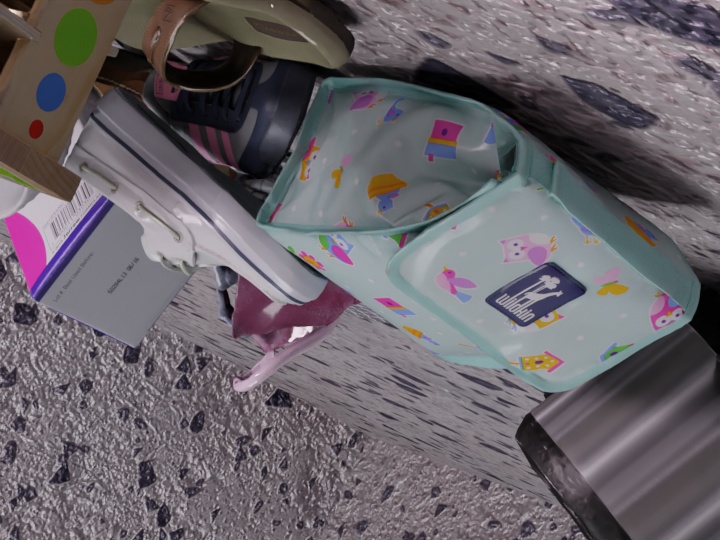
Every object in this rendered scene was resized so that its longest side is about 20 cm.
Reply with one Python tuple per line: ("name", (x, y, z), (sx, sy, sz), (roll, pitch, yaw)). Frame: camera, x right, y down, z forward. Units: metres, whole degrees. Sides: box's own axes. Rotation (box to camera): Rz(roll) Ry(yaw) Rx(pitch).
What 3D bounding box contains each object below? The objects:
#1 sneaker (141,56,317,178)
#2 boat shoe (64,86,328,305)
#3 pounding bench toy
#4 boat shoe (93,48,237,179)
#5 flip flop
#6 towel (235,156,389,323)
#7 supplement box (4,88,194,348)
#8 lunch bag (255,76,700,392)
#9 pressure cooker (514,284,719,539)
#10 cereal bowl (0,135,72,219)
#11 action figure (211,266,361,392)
("sneaker", (-0.086, -0.100, 1.197), (0.082, 0.071, 0.200), (25, 171, -15))
("boat shoe", (-0.101, -0.029, 1.175), (0.200, 0.067, 0.073), (42, -171, 32))
("pounding bench toy", (-0.210, -0.149, 0.936), (0.199, 0.157, 0.124), (19, 171, 34))
("boat shoe", (-0.134, -0.093, 1.370), (0.075, 0.074, 0.200), (20, 171, 25))
("flip flop", (-0.083, -0.126, 1.064), (0.199, 0.058, 0.081), (16, 169, 46))
("towel", (0.002, -0.008, 1.481), (0.199, 0.086, 0.165), (20, 172, 30))
("supplement box", (-0.202, -0.051, 1.477), (0.103, 0.101, 0.200), (29, -161, -37))
("lunch bag", (0.070, -0.020, 1.076), (0.170, 0.123, 0.199), (36, 163, -36))
("pressure cooker", (0.221, 0.110, 1.248), (0.179, 0.200, 0.176), (51, -179, -25))
("cereal bowl", (-0.251, -0.135, 1.221), (0.199, 0.083, 0.201), (28, 142, 25))
("action figure", (0.000, 0.000, 1.316), (0.198, 0.150, 0.134), (-8, -177, -3))
